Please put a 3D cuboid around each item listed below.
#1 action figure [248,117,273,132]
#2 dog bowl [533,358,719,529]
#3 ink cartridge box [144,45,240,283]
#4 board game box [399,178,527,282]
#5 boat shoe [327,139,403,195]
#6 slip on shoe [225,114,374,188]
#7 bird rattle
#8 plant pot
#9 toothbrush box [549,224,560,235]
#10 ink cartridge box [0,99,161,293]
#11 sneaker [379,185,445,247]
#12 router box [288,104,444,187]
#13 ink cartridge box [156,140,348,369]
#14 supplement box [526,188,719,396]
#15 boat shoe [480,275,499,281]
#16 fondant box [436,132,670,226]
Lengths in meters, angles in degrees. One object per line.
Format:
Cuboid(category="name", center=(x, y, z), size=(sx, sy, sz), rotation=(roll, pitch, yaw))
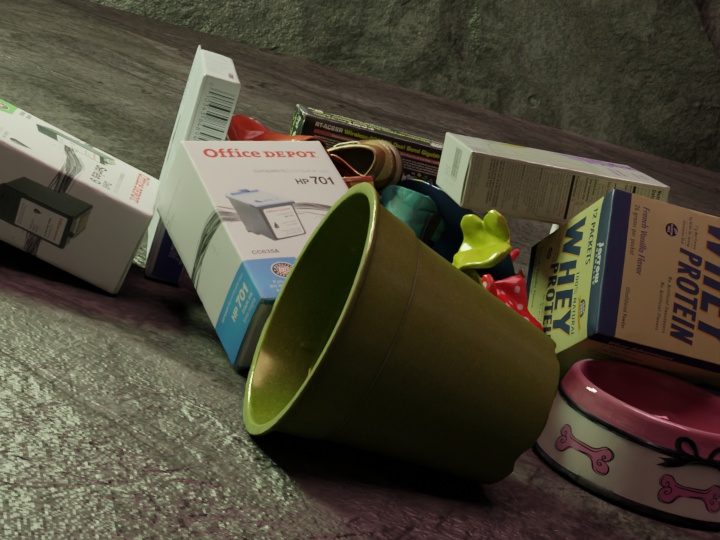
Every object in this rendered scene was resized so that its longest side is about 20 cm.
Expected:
Cuboid(category="action figure", center=(-0.100, -0.127, 1.900), size=(0.199, 0.150, 0.134), rotation=(37, 25, 18))
Cuboid(category="dog bowl", center=(0.246, 0.139, 1.382), size=(0.198, 0.075, 0.200), rotation=(16, 13, -4))
Cuboid(category="ink cartridge box", center=(-0.163, -0.107, 1.589), size=(0.043, 0.198, 0.200), rotation=(15, 13, -9))
Cuboid(category="board game box", center=(0.119, -0.033, 1.730), size=(0.157, 0.039, 0.201), rotation=(34, -21, 33))
Cuboid(category="boat shoe", center=(-0.055, -0.088, 1.710), size=(0.198, 0.076, 0.074), rotation=(-25, -14, 16))
Cuboid(category="slip on shoe", center=(-0.058, -0.104, 1.571), size=(0.074, 0.062, 0.199), rotation=(-5, 32, -47))
Cuboid(category="bird rattle", center=(0.105, 0.052, 1.434), size=(0.201, 0.112, 0.164), rotation=(62, 8, -50))
Cuboid(category="plant pot", center=(0.040, 0.066, 1.224), size=(0.189, 0.201, 0.200), rotation=(26, 10, -16))
Cuboid(category="toothbrush box", center=(0.281, 0.036, 1.689), size=(0.198, 0.147, 0.086), rotation=(15, 13, -12))
Cuboid(category="ink cartridge box", center=(-0.284, -0.074, 1.470), size=(0.198, 0.085, 0.146), rotation=(27, 12, -11))
Cuboid(category="sneaker", center=(0.031, -0.022, 1.659), size=(0.083, 0.122, 0.200), rotation=(19, 13, 11))
Cuboid(category="router box", center=(0.004, -0.084, 1.815), size=(0.198, 0.151, 0.062), rotation=(14, 12, -16))
Cuboid(category="ink cartridge box", center=(-0.069, -0.018, 1.408), size=(0.145, 0.086, 0.201), rotation=(-3, 46, -31))
Cuboid(category="supplement box", center=(0.273, 0.038, 1.519), size=(0.198, 0.136, 0.200), rotation=(14, -17, -13))
Cuboid(category="boat shoe", center=(0.128, 0.039, 1.640), size=(0.064, 0.074, 0.200), rotation=(11, 13, -7))
Cuboid(category="fondant box", center=(0.184, -0.083, 1.605), size=(0.198, 0.059, 0.144), rotation=(11, 10, -9))
